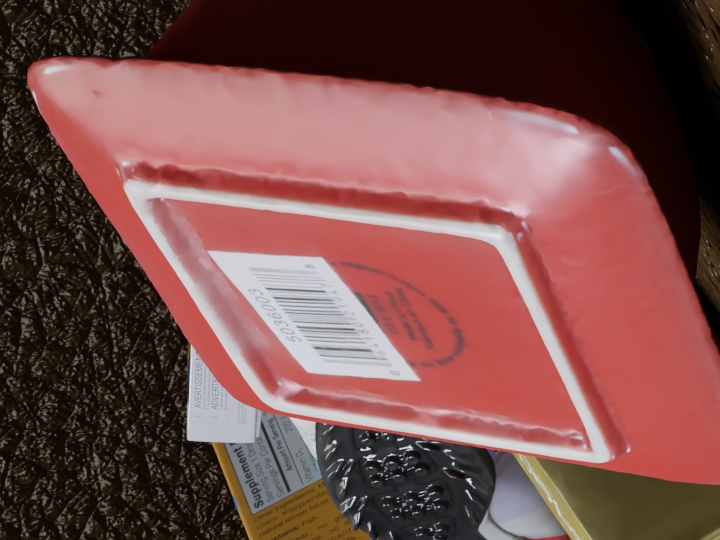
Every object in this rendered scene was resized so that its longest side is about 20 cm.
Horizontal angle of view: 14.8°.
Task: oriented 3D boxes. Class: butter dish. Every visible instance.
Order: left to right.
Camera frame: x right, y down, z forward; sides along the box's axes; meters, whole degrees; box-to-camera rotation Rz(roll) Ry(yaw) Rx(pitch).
[{"bbox_3d":[0.029,-0.041,0.868,0.199,0.148,0.200,7,149,27],"label":"butter dish"}]

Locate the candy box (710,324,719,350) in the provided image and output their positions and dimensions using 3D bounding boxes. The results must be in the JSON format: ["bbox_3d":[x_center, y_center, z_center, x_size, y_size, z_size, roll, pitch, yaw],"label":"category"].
[{"bbox_3d":[0.118,0.024,1.087,0.200,0.026,0.102,59,175,-2],"label":"candy box"}]

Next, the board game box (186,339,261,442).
[{"bbox_3d":[-0.059,-0.037,1.246,0.200,0.035,0.126,-93,7,-50],"label":"board game box"}]

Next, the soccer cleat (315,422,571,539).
[{"bbox_3d":[0.039,0.081,1.134,0.200,0.068,0.073,46,-145,-47],"label":"soccer cleat"}]

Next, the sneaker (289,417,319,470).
[{"bbox_3d":[0.000,0.000,1.250,0.087,0.075,0.200,46,-143,-42],"label":"sneaker"}]

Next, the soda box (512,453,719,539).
[{"bbox_3d":[0.084,0.050,1.050,0.200,0.064,0.068,55,175,39],"label":"soda box"}]

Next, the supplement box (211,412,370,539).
[{"bbox_3d":[-0.013,0.134,1.318,0.067,0.069,0.200,61,-176,-41],"label":"supplement box"}]
